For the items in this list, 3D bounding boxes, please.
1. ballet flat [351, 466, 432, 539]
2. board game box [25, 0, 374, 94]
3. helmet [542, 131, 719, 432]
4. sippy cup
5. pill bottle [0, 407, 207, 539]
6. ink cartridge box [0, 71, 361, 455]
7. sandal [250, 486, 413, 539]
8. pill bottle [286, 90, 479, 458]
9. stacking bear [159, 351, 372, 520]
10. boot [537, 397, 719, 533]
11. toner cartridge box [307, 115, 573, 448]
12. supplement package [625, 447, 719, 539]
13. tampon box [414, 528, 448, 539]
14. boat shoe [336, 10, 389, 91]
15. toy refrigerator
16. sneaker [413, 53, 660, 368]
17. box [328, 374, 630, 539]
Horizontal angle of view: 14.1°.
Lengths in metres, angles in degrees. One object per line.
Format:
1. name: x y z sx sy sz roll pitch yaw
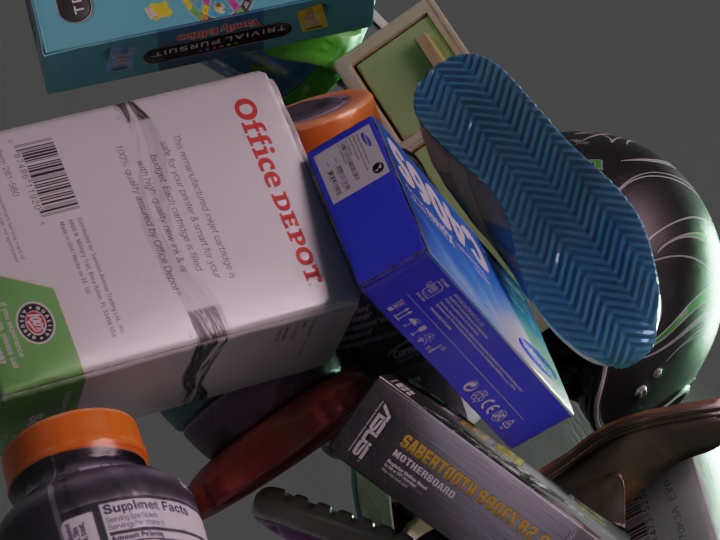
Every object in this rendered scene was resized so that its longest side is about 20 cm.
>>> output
1. ballet flat: 0.037 0.162 1.690 0.067 0.062 0.201 35 33 -34
2. board game box: -0.106 -0.199 1.730 0.047 0.199 0.152 94 -18 -63
3. helmet: 0.142 0.010 1.872 0.190 0.200 0.201 -25 81 -52
4. sippy cup: -0.078 -0.183 1.832 0.130 0.177 0.141 19 71 -33
5. pill bottle: -0.116 0.167 1.393 0.106 0.106 0.201 19 44 -49
6. ink cartridge box: -0.119 -0.004 1.493 0.199 0.084 0.147 -14 66 -22
7. sandal: 0.028 0.174 1.591 0.202 0.050 0.082 19 -9 25
8. pill bottle: 0.000 0.000 1.678 0.106 0.106 0.201 -49 125 -62
9. stacking bear: -0.089 0.019 1.600 0.201 0.121 0.114 56 13 6
10. boot: 0.152 0.148 1.771 0.075 0.199 0.097 52 18 -75
11. toner cartridge box: 0.045 0.009 1.541 0.200 0.043 0.095 47 19 -52
12. supplement package: 0.222 0.200 1.868 0.200 0.117 0.117 35 32 -45
13. tampon box: 0.056 0.258 1.514 0.200 0.150 0.127 37 35 -31
14. boat shoe: -0.001 -0.140 1.993 0.200 0.073 0.062 46 71 -31
15. toy refrigerator: 0.068 -0.062 1.749 0.201 0.076 0.070 58 4 26
16. sneaker: 0.105 -0.029 1.617 0.201 0.076 0.081 58 -2 22
17. box: 0.067 0.118 1.529 0.158 0.048 0.200 35 2 6
